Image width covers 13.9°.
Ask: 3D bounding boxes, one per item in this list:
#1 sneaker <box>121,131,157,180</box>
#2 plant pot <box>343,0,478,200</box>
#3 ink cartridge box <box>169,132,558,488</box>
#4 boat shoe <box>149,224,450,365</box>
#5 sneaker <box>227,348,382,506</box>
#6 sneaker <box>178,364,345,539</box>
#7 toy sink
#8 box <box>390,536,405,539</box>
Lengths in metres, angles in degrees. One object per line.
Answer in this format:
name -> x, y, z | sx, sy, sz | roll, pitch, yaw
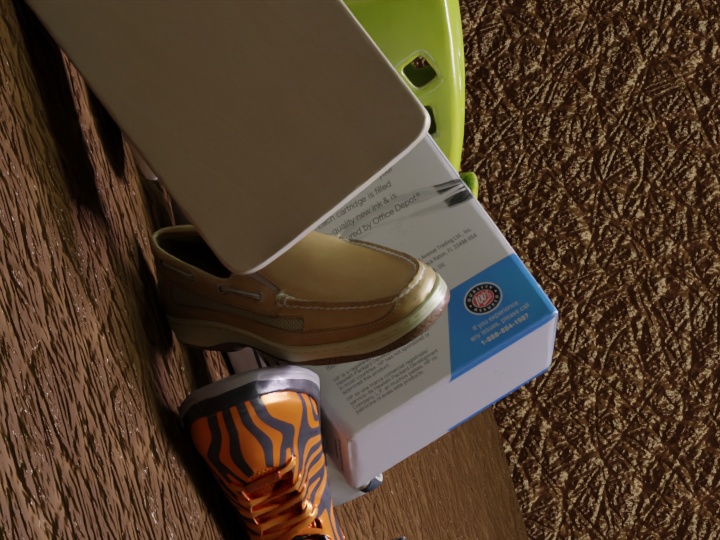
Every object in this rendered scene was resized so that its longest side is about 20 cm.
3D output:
sneaker -> -0.110, -0.140, 1.697 | 0.075, 0.088, 0.201 | 68, 7, -47
plant pot -> -0.019, -0.091, 1.934 | 0.200, 0.198, 0.182 | -75, 152, -81
ink cartridge box -> 0.000, 0.000, 1.724 | 0.200, 0.146, 0.084 | 55, -12, 22
boat shoe -> -0.042, 0.003, 1.577 | 0.072, 0.199, 0.076 | -46, 121, -39
sneaker -> -0.041, 0.055, 1.845 | 0.073, 0.070, 0.201 | -91, 162, -72
sneaker -> -0.039, 0.126, 1.608 | 0.200, 0.077, 0.113 | 58, 14, -68
toy sink -> -0.063, -0.104, 1.535 | 0.200, 0.130, 0.112 | 52, 2, 11
box -> 0.038, 0.286, 1.879 | 0.193, 0.047, 0.201 | 80, -7, -72
